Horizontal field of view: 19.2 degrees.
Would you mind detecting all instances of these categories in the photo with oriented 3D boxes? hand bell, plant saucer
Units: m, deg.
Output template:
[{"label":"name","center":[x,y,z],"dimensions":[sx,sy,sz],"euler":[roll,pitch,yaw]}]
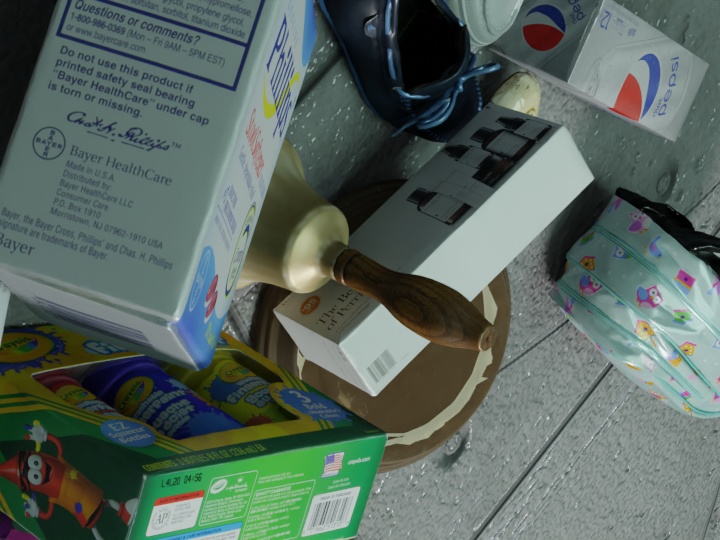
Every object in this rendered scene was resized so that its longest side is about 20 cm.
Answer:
[{"label":"hand bell","center":[0.000,0.000,1.233],"dimensions":[0.104,0.199,0.105],"euler":[-31,134,-38]},{"label":"plant saucer","center":[0.022,0.041,1.386],"dimensions":[0.199,0.029,0.202],"euler":[-10,109,-31]}]

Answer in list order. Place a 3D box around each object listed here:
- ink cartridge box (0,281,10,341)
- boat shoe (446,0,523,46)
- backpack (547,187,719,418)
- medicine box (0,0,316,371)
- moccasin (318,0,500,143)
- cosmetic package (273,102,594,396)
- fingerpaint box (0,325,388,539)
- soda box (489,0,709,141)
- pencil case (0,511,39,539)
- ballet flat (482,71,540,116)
[{"label":"ink cartridge box","center":[-0.265,0.022,1.011],"dimensions":[0.199,0.076,0.137],"euler":[-10,119,-52]},{"label":"boat shoe","center":[0.106,-0.233,1.335],"dimensions":[0.072,0.068,0.201],"euler":[-4,114,-51]},{"label":"backpack","center":[0.236,0.029,1.607],"dimensions":[0.127,0.167,0.200],"euler":[-55,139,-2]},{"label":"medicine box","center":[-0.099,-0.068,1.052],"dimensions":[0.182,0.102,0.201],"euler":[88,20,-81]},{"label":"moccasin","center":[0.034,-0.128,1.308],"dimensions":[0.081,0.068,0.200],"euler":[-59,147,-7]},{"label":"cosmetic package","center":[0.045,-0.017,1.316],"dimensions":[0.200,0.082,0.051],"euler":[-44,121,-15]},{"label":"fingerpaint box","center":[-0.112,0.092,1.176],"dimensions":[0.199,0.166,0.074],"euler":[-4,117,-50]},{"label":"soda box","center":[0.168,-0.146,1.460],"dimensions":[0.200,0.068,0.064],"euler":[17,99,-60]},{"label":"pencil case","center":[-0.217,0.231,1.202],"dimensions":[0.201,0.085,0.092],"euler":[-67,161,4]},{"label":"ballet flat","center":[0.089,-0.037,1.450],"dimensions":[0.066,0.057,0.201],"euler":[-2,113,-53]}]
